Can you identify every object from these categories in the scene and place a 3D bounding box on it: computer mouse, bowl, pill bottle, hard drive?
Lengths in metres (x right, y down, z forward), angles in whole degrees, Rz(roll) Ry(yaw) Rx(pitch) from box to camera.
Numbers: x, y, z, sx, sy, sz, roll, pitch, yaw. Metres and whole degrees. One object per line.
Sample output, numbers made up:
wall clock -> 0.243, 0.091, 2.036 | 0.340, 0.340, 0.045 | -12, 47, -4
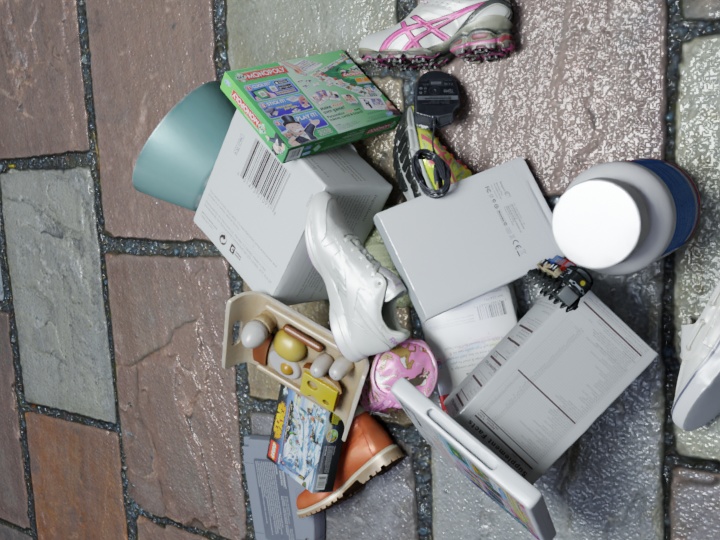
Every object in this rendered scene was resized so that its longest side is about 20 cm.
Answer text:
computer mouse -> 0.090, -0.164, 0.906 | 0.059, 0.034, 0.200 | 3, 58, 5
bowl -> -0.227, -0.165, 1.101 | 0.105, 0.201, 0.201 | 38, 119, 1
pill bottle -> 0.268, -0.056, 0.756 | 0.112, 0.200, 0.112 | 6, 101, 33
hard drive -> 0.131, -0.039, 0.870 | 0.132, 0.200, 0.027 | 65, 162, 8

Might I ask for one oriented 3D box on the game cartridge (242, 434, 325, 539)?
game cartridge -> -0.119, 0.362, 1.192 | 0.133, 0.040, 0.200 | -4, 96, 38

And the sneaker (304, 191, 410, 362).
sneaker -> 0.000, 0.000, 0.862 | 0.099, 0.075, 0.200 | -18, 90, 25

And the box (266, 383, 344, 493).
box -> -0.070, 0.198, 1.077 | 0.137, 0.040, 0.200 | 16, 95, 54

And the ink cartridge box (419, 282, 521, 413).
ink cartridge box -> 0.147, 0.100, 0.927 | 0.116, 0.067, 0.200 | -14, 90, 16

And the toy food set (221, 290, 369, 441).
toy food set -> -0.088, 0.126, 0.954 | 0.200, 0.060, 0.144 | 29, 136, 15

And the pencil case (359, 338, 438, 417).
pencil case -> 0.043, 0.138, 0.952 | 0.200, 0.083, 0.087 | 113, 143, -75

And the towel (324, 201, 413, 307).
towel -> 0.026, -0.016, 1.028 | 0.200, 0.036, 0.149 | -4, 96, 35

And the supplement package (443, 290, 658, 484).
supplement package -> 0.201, 0.120, 0.825 | 0.114, 0.110, 0.200 | 44, 92, 0

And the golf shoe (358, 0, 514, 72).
golf shoe -> 0.091, -0.297, 0.920 | 0.200, 0.073, 0.092 | -1, 91, 24

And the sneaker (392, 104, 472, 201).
sneaker -> 0.098, -0.121, 0.947 | 0.078, 0.090, 0.200 | 113, 146, -66

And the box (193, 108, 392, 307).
box -> -0.096, -0.089, 1.009 | 0.199, 0.131, 0.200 | 46, 123, 30

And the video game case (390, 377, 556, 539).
video game case -> 0.124, 0.207, 0.799 | 0.182, 0.200, 0.024 | 37, 78, 31

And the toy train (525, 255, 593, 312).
toy train -> 0.203, 0.008, 0.769 | 0.034, 0.200, 0.046 | 45, 97, 1

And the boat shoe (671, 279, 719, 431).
boat shoe -> 0.376, 0.075, 0.795 | 0.070, 0.071, 0.200 | 48, 129, 50

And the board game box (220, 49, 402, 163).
board game box -> -0.058, -0.215, 0.953 | 0.135, 0.200, 0.029 | 50, 138, 17

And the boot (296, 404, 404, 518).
boot -> -0.036, 0.283, 1.102 | 0.200, 0.075, 0.107 | -43, 70, 21
